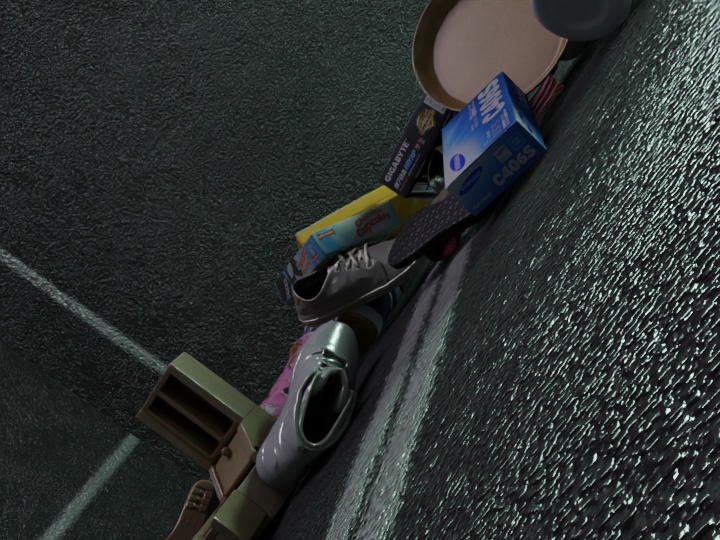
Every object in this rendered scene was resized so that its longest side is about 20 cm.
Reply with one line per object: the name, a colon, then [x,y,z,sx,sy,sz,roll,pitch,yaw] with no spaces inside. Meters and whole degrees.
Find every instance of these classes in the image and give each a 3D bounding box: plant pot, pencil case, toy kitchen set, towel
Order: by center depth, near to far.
toy kitchen set: [-0.185,0.229,1.026,0.163,0.180,0.200,-55,-3,21]
towel: [0.154,-0.115,1.142,0.144,0.023,0.200,-58,2,-30]
plant pot: [0.153,-0.269,1.166,0.200,0.200,0.027,-54,-36,3]
pencil case: [-0.077,0.156,1.193,0.200,0.086,0.083,-57,-28,-54]

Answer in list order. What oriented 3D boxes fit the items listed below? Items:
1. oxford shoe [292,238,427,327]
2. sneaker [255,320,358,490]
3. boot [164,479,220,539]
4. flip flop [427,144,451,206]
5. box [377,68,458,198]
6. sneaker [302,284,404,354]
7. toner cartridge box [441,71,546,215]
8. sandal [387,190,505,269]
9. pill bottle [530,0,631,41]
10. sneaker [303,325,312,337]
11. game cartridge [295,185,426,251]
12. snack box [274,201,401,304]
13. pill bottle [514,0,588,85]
oxford shoe: [0.000,0.000,1.217,0.200,0.058,0.075,-29,28,14]
sneaker: [-0.030,0.114,1.006,0.116,0.074,0.200,-49,15,49]
boot: [-0.203,0.351,1.146,0.167,0.072,0.200,94,-160,-50]
flip flop: [0.105,-0.117,1.209,0.200,0.057,0.081,-56,0,-35]
box: [0.119,-0.171,1.312,0.200,0.046,0.159,-8,-50,-61]
sneaker: [-0.010,0.059,1.320,0.200,0.070,0.109,-39,19,57]
toner cartridge box: [0.131,-0.134,1.026,0.095,0.043,0.200,-45,15,19]
sandal: [0.096,-0.043,1.079,0.200,0.045,0.075,-30,33,50]
pill bottle: [0.249,-0.347,1.081,0.104,0.104,0.201,-51,16,55]
sneaker: [-0.033,0.065,1.408,0.083,0.081,0.200,-28,-20,-53]
game cartridge: [0.006,-0.053,1.453,0.199,0.033,0.176,-28,-21,-8]
snack box: [-0.034,-0.020,1.316,0.116,0.037,0.200,-25,-9,-24]
pill bottle: [0.246,-0.329,1.218,0.200,0.112,0.112,-54,2,-1]
